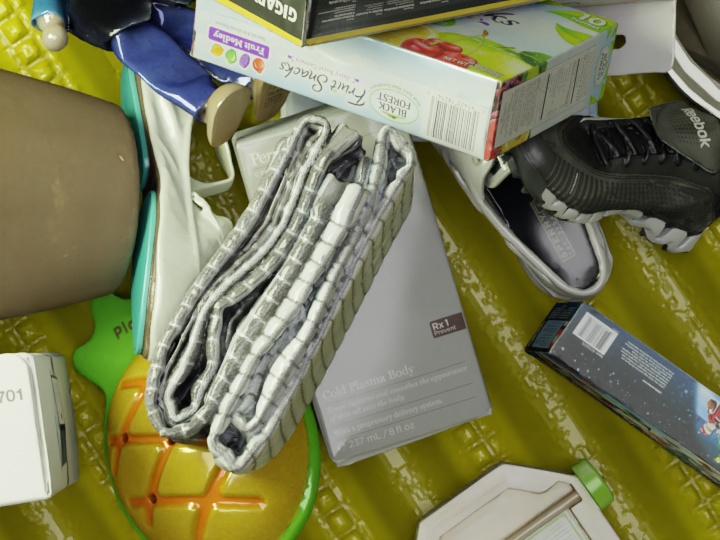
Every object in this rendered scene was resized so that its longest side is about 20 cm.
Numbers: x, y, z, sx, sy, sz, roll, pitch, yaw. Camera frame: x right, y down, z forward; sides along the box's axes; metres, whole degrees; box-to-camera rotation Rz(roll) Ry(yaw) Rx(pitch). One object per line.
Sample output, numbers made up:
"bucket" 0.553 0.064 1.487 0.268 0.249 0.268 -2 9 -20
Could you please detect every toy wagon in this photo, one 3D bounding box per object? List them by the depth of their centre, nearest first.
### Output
"toy wagon" 0.115 0.218 1.676 0.155 0.040 0.201 -35 92 -1

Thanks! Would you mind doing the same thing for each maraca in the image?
"maraca" -0.098 0.086 1.639 0.137 0.107 0.201 -32 71 13

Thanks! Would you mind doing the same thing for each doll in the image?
"doll" -0.128 -0.156 1.638 0.200 0.049 0.136 40 48 22

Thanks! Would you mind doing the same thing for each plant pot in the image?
"plant pot" -0.226 -0.044 1.607 0.173 0.200 0.202 1 90 -21

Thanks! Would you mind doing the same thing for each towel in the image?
"towel" -0.047 0.010 1.505 0.085 0.166 0.201 27 85 3

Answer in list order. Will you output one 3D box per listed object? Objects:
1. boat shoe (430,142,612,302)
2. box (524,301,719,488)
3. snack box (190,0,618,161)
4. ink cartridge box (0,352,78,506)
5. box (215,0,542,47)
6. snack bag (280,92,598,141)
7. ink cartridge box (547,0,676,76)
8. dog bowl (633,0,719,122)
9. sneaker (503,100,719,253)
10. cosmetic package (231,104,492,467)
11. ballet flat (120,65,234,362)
"boat shoe" 0.085 -0.067 1.643 0.072 0.066 0.201 -29 93 -1
"box" 0.194 0.090 1.629 0.199 0.137 0.038 35 87 -1
"snack box" 0.025 -0.131 1.561 0.199 0.142 0.053 21 117 25
"ink cartridge box" -0.244 0.096 1.583 0.145 0.200 0.087 -8 90 -1
"box" -0.005 -0.185 1.547 0.199 0.159 0.050 -15 125 -39
"snack bag" 0.051 -0.171 1.683 0.198 0.021 0.190 1 91 -3
"ink cartridge box" 0.122 -0.214 1.613 0.116 0.067 0.202 -1 91 43
"dog bowl" 0.258 -0.176 1.663 0.198 0.074 0.202 0 91 -2
"sneaker" 0.162 -0.067 1.601 0.090 0.199 0.067 -37 58 28
"cosmetic package" 0.000 0.000 1.639 0.106 0.090 0.201 -19 100 -2
"ballet flat" -0.105 -0.041 1.630 0.069 0.070 0.201 -4 63 -2
